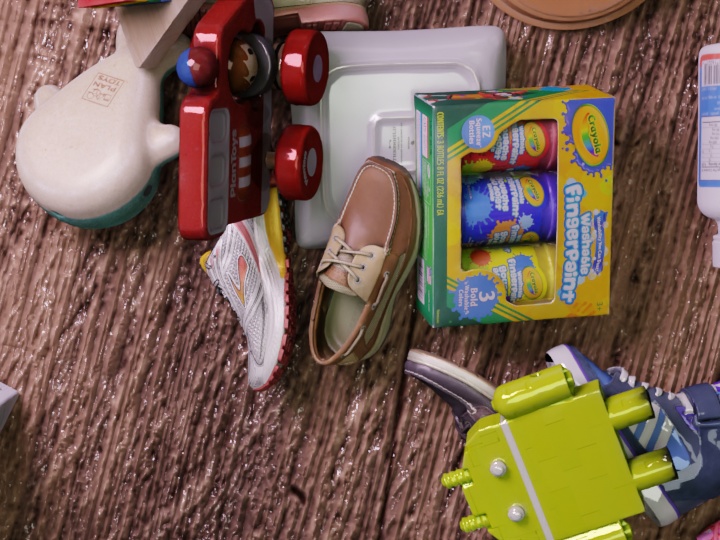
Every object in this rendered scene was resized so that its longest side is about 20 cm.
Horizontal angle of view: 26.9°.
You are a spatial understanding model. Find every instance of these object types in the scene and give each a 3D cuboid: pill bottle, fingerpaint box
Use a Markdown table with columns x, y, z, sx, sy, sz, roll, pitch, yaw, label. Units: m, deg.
| x | y | z | sx | sy | sz | roll | pitch | yaw | label |
| --- | --- | --- | --- | --- | --- | --- | --- | --- | --- |
| 0.359 | -0.102 | 1.357 | 0.112 | 0.112 | 0.201 | 0 | 94 | -1 | pill bottle |
| 0.136 | -0.058 | 1.340 | 0.166 | 0.073 | 0.201 | -3 | 106 | -11 | fingerpaint box |

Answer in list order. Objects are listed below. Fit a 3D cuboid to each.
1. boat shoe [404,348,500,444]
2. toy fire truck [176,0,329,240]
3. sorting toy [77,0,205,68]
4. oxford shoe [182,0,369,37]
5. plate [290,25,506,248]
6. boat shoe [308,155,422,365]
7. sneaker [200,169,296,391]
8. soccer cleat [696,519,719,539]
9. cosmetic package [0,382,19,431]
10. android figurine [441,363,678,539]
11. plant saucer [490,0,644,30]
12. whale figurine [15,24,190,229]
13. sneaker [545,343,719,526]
| x | y | z | sx | sy | sz | roll | pitch | yaw | label |
| --- | --- | --- | --- | --- | --- | --- | --- | --- | --- |
| 0.121 | 0.141 | 1.385 | 0.200 | 0.072 | 0.065 | 31 | 87 | -9 | boat shoe |
| -0.106 | -0.133 | 1.268 | 0.112 | 0.168 | 0.201 | 6 | 101 | 16 | toy fire truck |
| -0.193 | -0.305 | 1.264 | 0.069 | 0.199 | 0.201 | -8 | 69 | -36 | sorting toy |
| -0.093 | -0.250 | 1.367 | 0.199 | 0.071 | 0.074 | 1 | 79 | -8 | oxford shoe |
| 0.036 | -0.118 | 1.369 | 0.199 | 0.032 | 0.200 | -2 | 104 | -3 | plate |
| 0.000 | 0.000 | 1.336 | 0.076 | 0.074 | 0.201 | 24 | 118 | 26 | boat shoe |
| -0.102 | 0.011 | 1.377 | 0.082 | 0.078 | 0.201 | -6 | 84 | 3 | sneaker |
| 0.358 | 0.248 | 1.401 | 0.076 | 0.067 | 0.200 | 40 | 94 | 2 | soccer cleat |
| -0.408 | 0.181 | 1.310 | 0.123 | 0.200 | 0.200 | 27 | 93 | -2 | cosmetic package |
| 0.173 | 0.175 | 1.337 | 0.199 | 0.041 | 0.183 | -19 | 102 | 10 | android figurine |
| 0.190 | -0.301 | 1.329 | 0.200 | 0.032 | 0.201 | -1 | 127 | -1 | plant saucer |
| -0.220 | -0.128 | 1.359 | 0.159 | 0.104 | 0.200 | 17 | 69 | 20 | whale figurine |
| 0.279 | 0.120 | 1.386 | 0.146 | 0.081 | 0.200 | -35 | 91 | -5 | sneaker |
